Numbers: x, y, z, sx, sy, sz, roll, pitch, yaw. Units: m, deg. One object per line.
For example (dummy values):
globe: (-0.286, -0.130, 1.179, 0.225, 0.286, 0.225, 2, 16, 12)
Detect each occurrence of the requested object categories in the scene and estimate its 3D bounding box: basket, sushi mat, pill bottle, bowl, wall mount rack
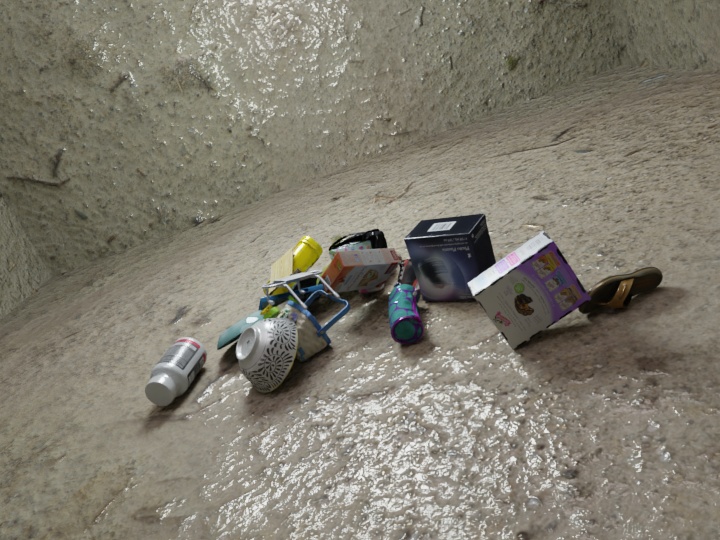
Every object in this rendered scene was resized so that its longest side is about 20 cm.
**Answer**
basket: (-0.137, 0.141, 1.489, 0.200, 0.140, 0.175, -41, 29, -22)
sushi mat: (-0.238, 0.001, 1.624, 0.095, 0.012, 0.201, -39, 24, 11)
pill bottle: (-0.526, 0.288, 1.535, 0.109, 0.112, 0.201, -14, 23, 16)
bowl: (-0.258, 0.202, 1.382, 0.200, 0.094, 0.203, -30, 47, 37)
wall mount rack: (-0.160, 0.053, 1.456, 0.198, 0.076, 0.172, -18, 12, -42)

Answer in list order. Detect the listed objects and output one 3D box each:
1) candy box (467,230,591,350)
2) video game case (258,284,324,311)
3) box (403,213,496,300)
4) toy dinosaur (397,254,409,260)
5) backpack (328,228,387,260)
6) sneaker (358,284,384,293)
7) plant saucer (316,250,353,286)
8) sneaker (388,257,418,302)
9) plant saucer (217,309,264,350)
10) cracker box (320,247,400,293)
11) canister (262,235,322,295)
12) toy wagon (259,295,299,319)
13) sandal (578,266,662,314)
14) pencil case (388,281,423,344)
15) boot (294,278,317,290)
candy box: (0.360, 0.045, 1.161, 0.199, 0.168, 0.072, -35, 19, 12)
video game case: (-0.217, 0.090, 1.680, 0.197, 0.018, 0.143, -12, -16, -17)
box: (0.250, -0.030, 1.455, 0.198, 0.201, 0.123, -3, 28, 37)
toy dinosaur: (0.201, -0.030, 1.664, 0.199, 0.087, 0.135, -38, 34, -24)
backpack: (-0.012, -0.061, 1.850, 0.197, 0.128, 0.167, -16, 0, 13)
sneaker: (0.041, 0.002, 1.715, 0.080, 0.089, 0.200, -7, 26, 29)
plant saucer: (-0.063, -0.003, 1.726, 0.198, 0.031, 0.200, -31, -19, -12)
sneaker: (0.131, 0.012, 1.570, 0.201, 0.082, 0.077, -51, 15, -20)
plant saucer: (-0.355, 0.173, 1.634, 0.198, 0.036, 0.200, -32, -2, -1)
cracker box: (0.000, 0.000, 1.550, 0.198, 0.058, 0.134, -6, -31, -34)
canister: (-0.221, 0.001, 1.751, 0.201, 0.086, 0.148, -54, 6, -29)
toy wagon: (-0.248, 0.140, 1.577, 0.155, 0.040, 0.200, -43, -10, -5)
sandal: (0.573, 0.050, 1.174, 0.197, 0.081, 0.054, -17, 43, -2)
pencil case: (0.119, 0.109, 1.406, 0.092, 0.085, 0.201, -44, 16, 19)
boot: (-0.215, 0.040, 1.897, 0.197, 0.069, 0.131, -21, 16, -4)
